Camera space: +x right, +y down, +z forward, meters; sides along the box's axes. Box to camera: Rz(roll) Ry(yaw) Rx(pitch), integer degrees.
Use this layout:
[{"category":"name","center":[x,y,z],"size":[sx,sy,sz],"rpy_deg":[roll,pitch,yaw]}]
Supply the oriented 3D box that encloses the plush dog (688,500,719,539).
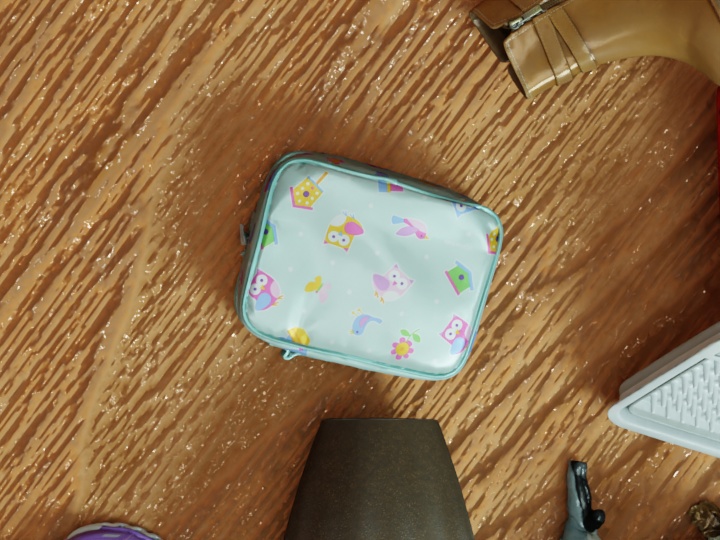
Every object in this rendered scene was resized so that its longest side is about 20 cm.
[{"category":"plush dog","center":[0.276,0.269,1.734],"size":[0.200,0.171,0.161],"rpy_deg":[-33,78,35]}]

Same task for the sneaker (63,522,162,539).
[{"category":"sneaker","center":[-0.151,0.271,1.723],"size":[0.199,0.088,0.081],"rpy_deg":[34,94,-10]}]

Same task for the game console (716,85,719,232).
[{"category":"game console","center":[0.355,-0.060,1.734],"size":[0.118,0.172,0.202],"rpy_deg":[-1,99,20]}]

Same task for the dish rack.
[{"category":"dish rack","center":[0.307,0.088,1.716],"size":[0.171,0.200,0.044],"rpy_deg":[17,59,-22]}]

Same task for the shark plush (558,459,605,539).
[{"category":"shark plush","center":[0.162,0.259,1.778],"size":[0.083,0.091,0.202],"rpy_deg":[7,104,22]}]

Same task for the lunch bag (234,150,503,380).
[{"category":"lunch bag","center":[0.000,0.000,1.710],"size":[0.199,0.077,0.162],"rpy_deg":[14,97,-10]}]

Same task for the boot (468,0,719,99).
[{"category":"boot","center":[0.190,-0.178,1.670],"size":[0.155,0.077,0.200],"rpy_deg":[-33,65,-9]}]

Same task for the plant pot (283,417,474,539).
[{"category":"plant pot","center":[0.015,0.216,1.704],"size":[0.185,0.187,0.202],"rpy_deg":[1,85,-8]}]
